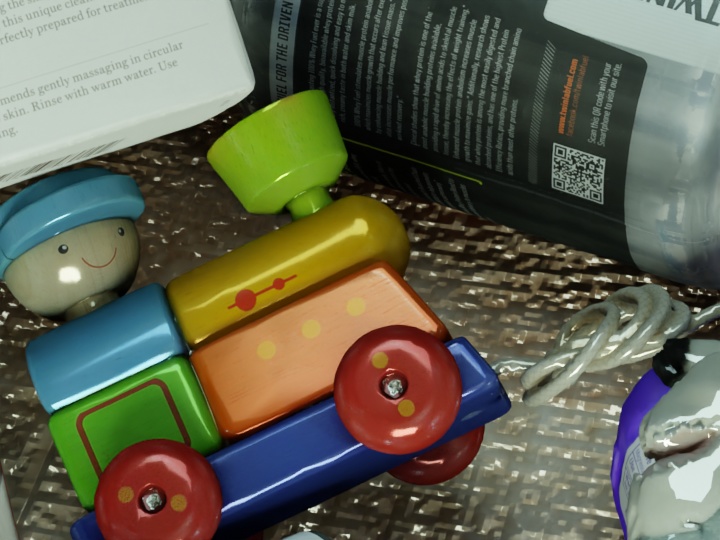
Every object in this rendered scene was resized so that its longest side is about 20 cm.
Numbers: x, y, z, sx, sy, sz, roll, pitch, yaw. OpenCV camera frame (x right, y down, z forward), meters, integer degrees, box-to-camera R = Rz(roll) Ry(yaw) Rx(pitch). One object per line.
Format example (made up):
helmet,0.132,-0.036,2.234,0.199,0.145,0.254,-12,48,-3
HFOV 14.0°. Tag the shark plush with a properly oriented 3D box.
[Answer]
shark plush,0.154,0.060,0.748,0.200,0.091,0.084,20,56,-30

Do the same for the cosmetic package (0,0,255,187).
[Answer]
cosmetic package,-0.113,-0.123,0.776,0.107,0.085,0.201,-17,90,-16

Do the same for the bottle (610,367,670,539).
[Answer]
bottle,0.123,0.107,0.756,0.083,0.065,0.200,-4,44,-8

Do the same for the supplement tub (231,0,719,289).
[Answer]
supplement tub,0.044,-0.078,0.910,0.199,0.123,0.123,19,49,22

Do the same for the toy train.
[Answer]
toy train,0.000,0.000,0.806,0.199,0.085,0.116,-26,77,2

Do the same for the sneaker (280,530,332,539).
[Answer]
sneaker,-0.025,0.148,0.713,0.120,0.084,0.200,-18,38,-19

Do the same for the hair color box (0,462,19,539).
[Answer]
hair color box,-0.203,0.057,0.812,0.199,0.102,0.061,-19,45,-13
